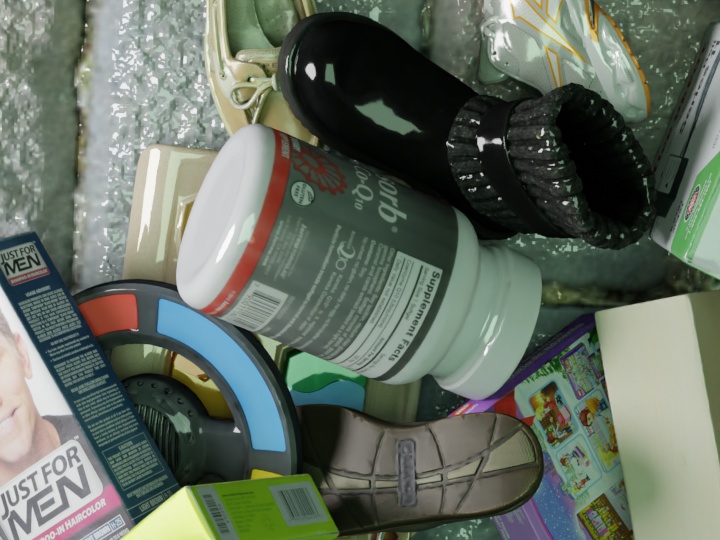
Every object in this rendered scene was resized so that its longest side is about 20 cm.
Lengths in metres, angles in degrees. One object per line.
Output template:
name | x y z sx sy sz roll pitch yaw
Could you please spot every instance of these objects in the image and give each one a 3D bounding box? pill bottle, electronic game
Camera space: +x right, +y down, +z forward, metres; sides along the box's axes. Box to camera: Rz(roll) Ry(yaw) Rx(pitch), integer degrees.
pill bottle | 0.000 0.000 1.267 0.199 0.116 0.117 22 96 -19
electronic game | -0.129 0.103 1.310 0.198 0.042 0.202 6 108 20

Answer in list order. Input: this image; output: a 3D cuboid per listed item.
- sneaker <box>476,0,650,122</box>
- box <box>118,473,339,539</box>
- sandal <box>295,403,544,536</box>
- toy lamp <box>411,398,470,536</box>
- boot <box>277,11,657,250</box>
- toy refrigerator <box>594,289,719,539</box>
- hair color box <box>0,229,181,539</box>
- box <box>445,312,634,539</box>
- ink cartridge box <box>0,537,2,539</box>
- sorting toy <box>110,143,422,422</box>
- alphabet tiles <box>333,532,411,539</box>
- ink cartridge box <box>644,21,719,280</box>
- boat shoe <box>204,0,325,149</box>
sneaker | 0.099 -0.163 1.307 0.092 0.076 0.201 -29 98 5
box | -0.120 0.193 1.252 0.200 0.122 0.048 -40 68 27
sandal | 0.026 0.120 1.290 0.198 0.054 0.083 -8 74 28
toy lamp | 0.020 0.171 1.356 0.058 0.058 0.200 43 94 -9
boot | 0.065 -0.086 1.250 0.210 0.158 0.080 31 79 -24
toy refrigerator | 0.198 0.118 1.299 0.069 0.076 0.202 -12 87 25
hair color box | -0.196 0.089 1.284 0.100 0.060 0.201 -33 84 30
box | 0.150 0.145 1.338 0.136 0.039 0.201 -33 101 -34
ink cartridge box | -0.219 0.277 1.348 0.115 0.067 0.202 -20 99 -1
sorting toy | -0.053 0.024 1.339 0.198 0.036 0.187 8 98 -5
alphabet tiles | -0.030 0.241 1.330 0.166 0.008 0.202 10 92 15
ink cartridge box | 0.237 -0.068 1.267 0.082 0.200 0.148 21 96 -4
boat shoe | -0.059 -0.155 1.292 0.072 0.063 0.203 -7 95 -9
